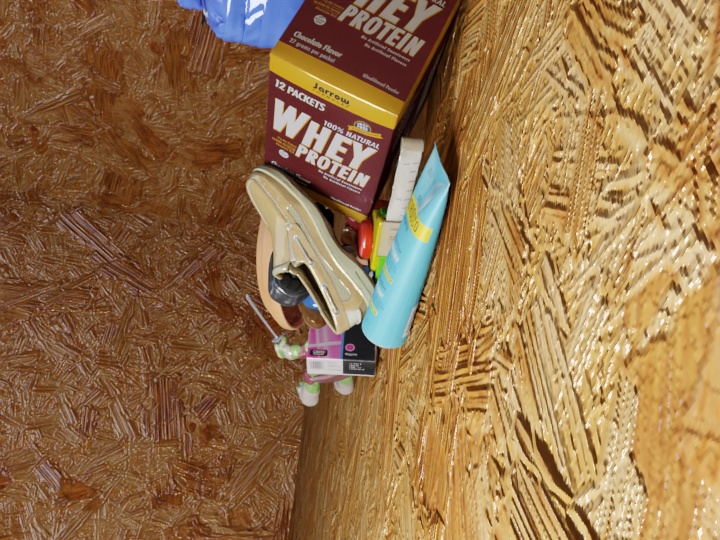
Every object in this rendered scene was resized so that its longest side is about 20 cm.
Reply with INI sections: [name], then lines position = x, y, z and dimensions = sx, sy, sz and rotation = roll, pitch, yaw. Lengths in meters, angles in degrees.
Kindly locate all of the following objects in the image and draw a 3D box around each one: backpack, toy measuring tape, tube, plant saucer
[backpack]
position = -0.121, -0.327, 0.816
dimensions = 0.202, 0.163, 0.166
rotation = -112, 24, -53
[toy measuring tape]
position = 0.035, -0.062, 0.785
dimensions = 0.074, 0.072, 0.203
rotation = -87, 5, -51
[tube]
position = 0.050, -0.016, 0.727
dimensions = 0.078, 0.049, 0.203
rotation = -105, 27, -52
[plant saucer]
position = -0.100, -0.023, 1.033
dimensions = 0.200, 0.036, 0.206
rotation = 2, -90, -78

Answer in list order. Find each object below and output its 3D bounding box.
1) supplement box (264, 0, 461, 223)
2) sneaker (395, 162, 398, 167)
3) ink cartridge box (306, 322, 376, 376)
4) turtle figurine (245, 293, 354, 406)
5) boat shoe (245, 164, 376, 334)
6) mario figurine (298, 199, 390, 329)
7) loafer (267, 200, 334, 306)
[supplement box]
position = 0.000, -0.200, 0.793
dimensions = 0.201, 0.130, 0.200
rotation = 109, -173, -63
[sneaker]
position = 0.036, -0.241, 1.118
dimensions = 0.080, 0.074, 0.206
rotation = -13, -66, -85
[ink cartridge box]
position = -0.022, 0.062, 1.063
dimensions = 0.202, 0.092, 0.038
rotation = -87, -2, -50
[turtle figurine]
position = -0.061, 0.106, 1.183
dimensions = 0.144, 0.197, 0.197
rotation = -46, -25, -38
[boat shoe]
position = -0.066, -0.022, 0.801
dimensions = 0.076, 0.201, 0.072
rotation = -37, -10, -22
[mario figurine]
position = 0.000, 0.000, 0.955
dimensions = 0.202, 0.104, 0.125
rotation = -57, 15, 37
[loafer]
position = -0.074, -0.013, 0.902
dimensions = 0.071, 0.067, 0.202
rotation = -57, 10, 30
